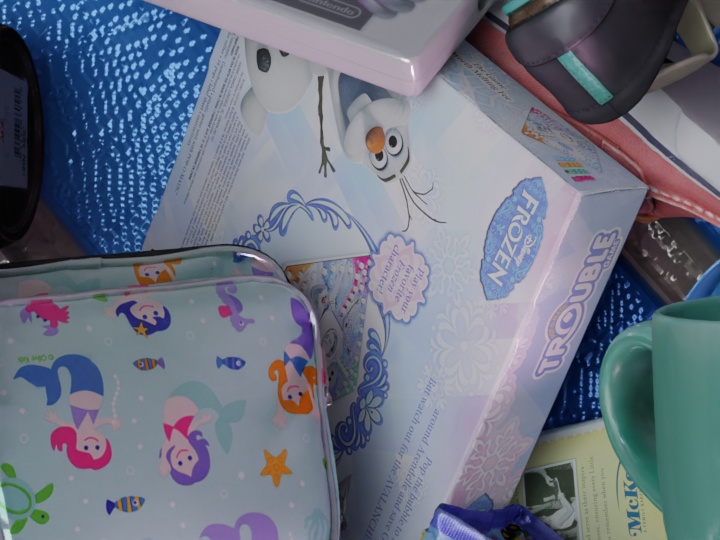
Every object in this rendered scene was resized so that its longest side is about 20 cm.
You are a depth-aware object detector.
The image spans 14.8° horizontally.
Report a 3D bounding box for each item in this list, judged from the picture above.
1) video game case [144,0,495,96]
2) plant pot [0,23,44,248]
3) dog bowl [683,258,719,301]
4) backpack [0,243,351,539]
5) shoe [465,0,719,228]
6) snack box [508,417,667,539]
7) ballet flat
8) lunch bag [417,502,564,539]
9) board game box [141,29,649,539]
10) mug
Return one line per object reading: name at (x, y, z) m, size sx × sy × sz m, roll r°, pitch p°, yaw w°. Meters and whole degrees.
video game case at (-0.018, -0.161, 1.092) m, size 0.200 × 0.182 × 0.023 m, roll 21°, pitch 143°, yaw 24°
plant pot at (-0.245, -0.057, 1.197) m, size 0.200 × 0.187 × 0.187 m, roll -1°, pitch 89°, yaw 11°
dog bowl at (0.215, 0.048, 1.032) m, size 0.200 × 0.050 × 0.112 m, roll 10°, pitch 94°, yaw 26°
backpack at (-0.092, 0.094, 1.023) m, size 0.151 × 0.177 × 0.200 m, roll 164°, pitch 101°, yaw -66°
shoe at (0.101, -0.039, 1.062) m, size 0.200 × 0.071 × 0.091 m, roll 40°, pitch 118°, yaw 36°
snack box at (0.085, 0.161, 1.070) m, size 0.116 × 0.037 × 0.200 m, roll -15°, pitch 69°, yaw 30°
ballet flat at (0.112, -0.109, 1.021) m, size 0.073 × 0.200 × 0.073 m, roll 12°, pitch 122°, yaw 20°
lunch bag at (0.082, 0.201, 0.999) m, size 0.200 × 0.094 × 0.151 m, roll 34°, pitch 99°, yaw 21°
board game box at (0.000, 0.000, 1.087) m, size 0.199 × 0.043 × 0.200 m, roll 43°, pitch 123°, yaw 36°
mug at (0.174, 0.065, 0.954) m, size 0.152 × 0.185 × 0.115 m, roll -5°, pitch 93°, yaw -7°
